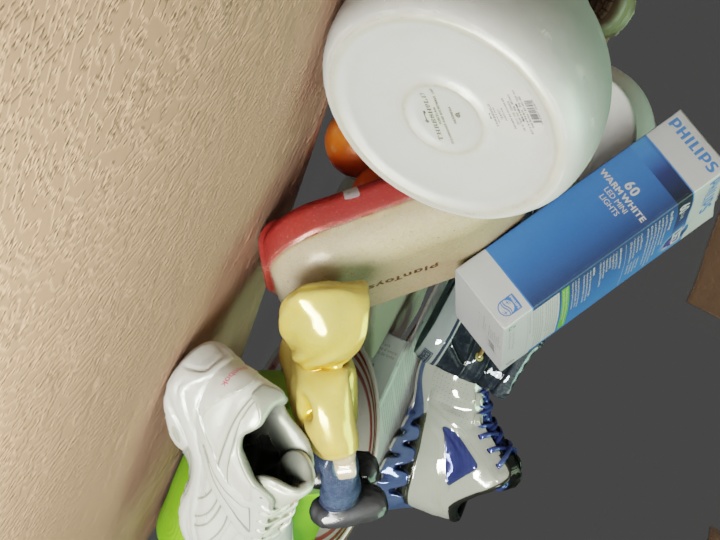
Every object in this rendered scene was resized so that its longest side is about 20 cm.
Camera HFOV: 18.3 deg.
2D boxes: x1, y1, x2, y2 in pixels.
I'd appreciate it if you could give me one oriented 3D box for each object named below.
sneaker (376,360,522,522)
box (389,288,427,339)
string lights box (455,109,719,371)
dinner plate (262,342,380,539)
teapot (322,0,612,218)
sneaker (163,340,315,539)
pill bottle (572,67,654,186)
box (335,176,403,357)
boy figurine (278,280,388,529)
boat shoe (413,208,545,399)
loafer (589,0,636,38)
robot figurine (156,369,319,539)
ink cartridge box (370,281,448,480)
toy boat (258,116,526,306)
[{"bbox_3d":[0.097,0.135,1.967,0.081,0.115,0.200,-16,127,-75],"label":"sneaker"},{"bbox_3d":[-0.007,0.063,2.037,0.200,0.068,0.082,-56,169,-42],"label":"box"},{"bbox_3d":[0.163,-0.020,1.596,0.200,0.059,0.103,-35,163,-10],"label":"string lights box"},{"bbox_3d":[-0.037,0.140,1.778,0.200,0.024,0.200,-23,-118,52],"label":"dinner plate"},{"bbox_3d":[0.079,-0.144,1.425,0.146,0.197,0.200,-58,178,-37],"label":"teapot"},{"bbox_3d":[-0.071,0.147,1.510,0.078,0.099,0.200,-40,135,-30],"label":"sneaker"},{"bbox_3d":[0.174,-0.105,1.732,0.109,0.109,0.200,-63,172,4],"label":"pill bottle"},{"bbox_3d":[0.000,0.000,1.788,0.082,0.068,0.200,-61,173,-15],"label":"box"},{"bbox_3d":[-0.021,0.079,1.529,0.124,0.064,0.200,-105,-171,-51],"label":"boy figurine"},{"bbox_3d":[0.127,0.009,1.908,0.200,0.091,0.071,-62,-174,-16],"label":"boat shoe"},{"bbox_3d":[0.185,-0.241,1.902,0.076,0.068,0.200,-61,-151,9],"label":"loafer"},{"bbox_3d":[-0.080,0.162,1.675,0.176,0.116,0.200,-80,-167,-69],"label":"robot figurine"},{"bbox_3d":[0.029,0.095,1.977,0.200,0.043,0.174,82,32,-66],"label":"ink cartridge box"},{"bbox_3d":[0.016,-0.056,1.561,0.200,0.131,0.131,-19,162,-6],"label":"toy boat"}]
